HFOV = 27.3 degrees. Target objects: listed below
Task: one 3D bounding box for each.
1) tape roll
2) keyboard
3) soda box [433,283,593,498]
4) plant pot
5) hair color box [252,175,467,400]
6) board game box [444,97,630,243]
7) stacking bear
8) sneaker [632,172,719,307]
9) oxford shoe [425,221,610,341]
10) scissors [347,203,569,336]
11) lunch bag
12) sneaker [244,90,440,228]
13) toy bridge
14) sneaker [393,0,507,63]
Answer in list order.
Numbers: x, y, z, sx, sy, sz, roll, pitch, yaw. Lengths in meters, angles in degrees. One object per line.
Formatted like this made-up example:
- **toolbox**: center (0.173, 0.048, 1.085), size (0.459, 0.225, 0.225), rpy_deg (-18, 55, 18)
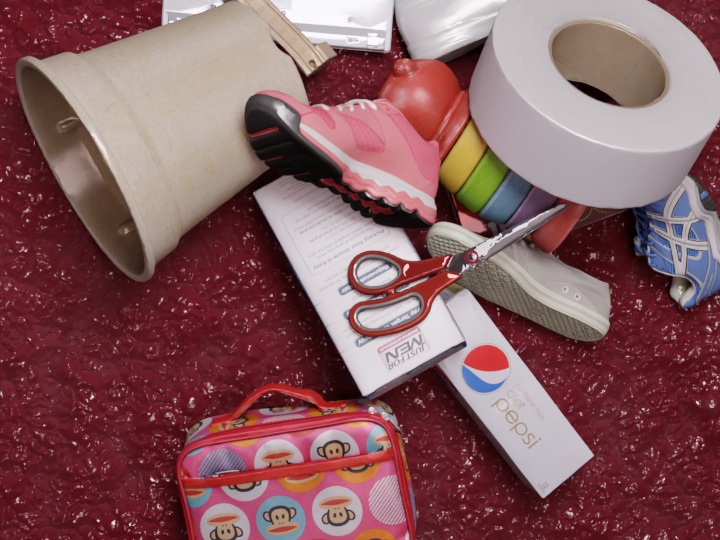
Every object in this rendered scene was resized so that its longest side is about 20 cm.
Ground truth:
- **tape roll**: center (0.194, -0.147, 1.218), size (0.202, 0.203, 0.071), rpy_deg (9, 138, -10)
- **keyboard**: center (-0.071, -0.225, 1.282), size (0.200, 0.011, 0.056), rpy_deg (4, 89, -7)
- **soda box**: center (0.122, 0.106, 1.336), size (0.064, 0.068, 0.200), rpy_deg (-39, 102, -5)
- **plant pot**: center (-0.150, -0.121, 1.205), size (0.183, 0.200, 0.201), rpy_deg (-31, 102, -20)
- **hair color box**: center (0.000, 0.000, 1.264), size (0.100, 0.061, 0.200), rpy_deg (-29, 79, 1)
- **board game box**: center (0.177, -0.085, 1.356), size (0.200, 0.019, 0.103), rpy_deg (-20, 101, -10)
- **stacking bear**: center (0.105, -0.111, 1.274), size (0.200, 0.121, 0.114), rpy_deg (31, 53, -1)
- **sneaker**: center (0.281, -0.042, 1.340), size (0.077, 0.076, 0.200), rpy_deg (-42, 119, 2)
- **oxford shoe**: center (0.144, 0.000, 1.325), size (0.200, 0.075, 0.058), rpy_deg (27, 69, -22)
- **scissors**: center (0.083, 0.001, 1.221), size (0.200, 0.014, 0.073), rpy_deg (-14, 78, 2)
- **lunch bag**: center (-0.055, 0.183, 1.283), size (0.200, 0.082, 0.176), rpy_deg (-9, 102, 3)
- **sneaker**: center (-0.011, -0.106, 1.181), size (0.200, 0.074, 0.087), rpy_deg (29, 69, -38)
- **toy bridge**: center (-0.096, -0.249, 1.239), size (0.027, 0.067, 0.200), rpy_deg (-35, 94, 20)
- **sneaker**: center (0.124, -0.254, 1.304), size (0.200, 0.075, 0.089), rpy_deg (-23, 88, -8)
